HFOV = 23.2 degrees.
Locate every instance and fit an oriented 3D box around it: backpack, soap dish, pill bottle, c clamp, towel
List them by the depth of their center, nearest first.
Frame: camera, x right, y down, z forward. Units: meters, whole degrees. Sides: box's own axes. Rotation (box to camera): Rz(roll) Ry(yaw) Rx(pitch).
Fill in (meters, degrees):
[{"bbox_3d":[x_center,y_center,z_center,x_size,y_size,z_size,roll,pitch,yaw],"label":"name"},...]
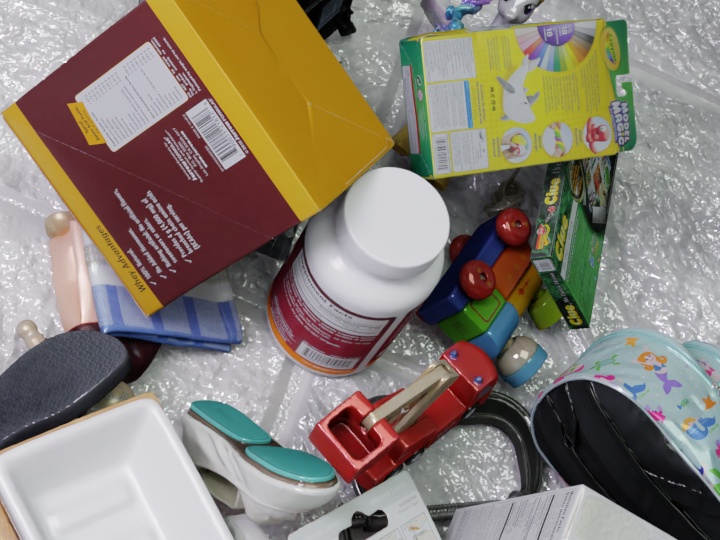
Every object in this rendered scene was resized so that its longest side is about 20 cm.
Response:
[{"bbox_3d":[-0.176,0.205,1.271,0.157,0.081,0.200,-21,73,-33],"label":"soap dish"},{"bbox_3d":[0.000,0.000,1.405,0.113,0.200,0.113,8,63,-15],"label":"pill bottle"},{"bbox_3d":[0.244,0.143,1.429,0.200,0.178,0.151,44,59,3],"label":"backpack"},{"bbox_3d":[-0.168,-0.034,1.434,0.147,0.024,0.200,11,59,-45],"label":"towel"},{"bbox_3d":[0.065,0.177,1.446,0.200,0.027,0.171,-8,63,-20],"label":"c clamp"}]

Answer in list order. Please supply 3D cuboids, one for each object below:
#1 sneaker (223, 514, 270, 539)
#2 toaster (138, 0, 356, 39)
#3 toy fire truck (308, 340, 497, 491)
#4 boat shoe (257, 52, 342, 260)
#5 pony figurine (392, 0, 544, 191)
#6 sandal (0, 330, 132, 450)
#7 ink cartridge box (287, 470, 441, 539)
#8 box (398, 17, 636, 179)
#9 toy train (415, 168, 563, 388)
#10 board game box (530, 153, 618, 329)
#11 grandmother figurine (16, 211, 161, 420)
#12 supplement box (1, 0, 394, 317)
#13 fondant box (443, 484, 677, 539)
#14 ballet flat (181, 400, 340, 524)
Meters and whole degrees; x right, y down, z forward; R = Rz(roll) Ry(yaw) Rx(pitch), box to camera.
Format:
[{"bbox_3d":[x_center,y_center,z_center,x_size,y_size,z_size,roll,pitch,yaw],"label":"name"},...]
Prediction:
[{"bbox_3d":[-0.040,0.269,1.344,0.099,0.078,0.200,-25,84,-33],"label":"sneaker"},{"bbox_3d":[-0.089,-0.235,1.507,0.119,0.200,0.181,43,68,8],"label":"toaster"},{"bbox_3d":[0.039,0.109,1.378,0.200,0.141,0.049,-35,75,-29],"label":"toy fire truck"},{"bbox_3d":[-0.046,-0.099,1.510,0.068,0.074,0.200,25,60,0],"label":"boat shoe"},{"bbox_3d":[0.105,-0.173,1.550,0.166,0.193,0.200,31,79,2],"label":"pony figurine"},{"bbox_3d":[-0.259,0.115,1.330,0.200,0.043,0.076,-36,48,-3],"label":"sandal"},{"bbox_3d":[0.017,0.269,1.309,0.162,0.050,0.200,-21,85,-52],"label":"ink cartridge box"},{"bbox_3d":[0.134,-0.144,1.443,0.200,0.048,0.118,-8,97,-22],"label":"box"},{"bbox_3d":[0.141,0.001,1.530,0.116,0.085,0.200,46,52,-11],"label":"toy train"},{"bbox_3d":[0.188,-0.060,1.525,0.023,0.105,0.200,-4,51,25],"label":"board game box"},{"bbox_3d":[-0.211,0.049,1.397,0.121,0.061,0.200,-9,65,-12],"label":"grandmother figurine"},{"bbox_3d":[-0.124,-0.108,1.346,0.197,0.200,0.133,55,37,-8],"label":"supplement box"},{"bbox_3d":[0.165,0.229,1.334,0.144,0.200,0.058,31,68,-15],"label":"fondant box"},{"bbox_3d":[-0.077,0.155,1.327,0.069,0.200,0.070,-10,108,-31],"label":"ballet flat"}]
